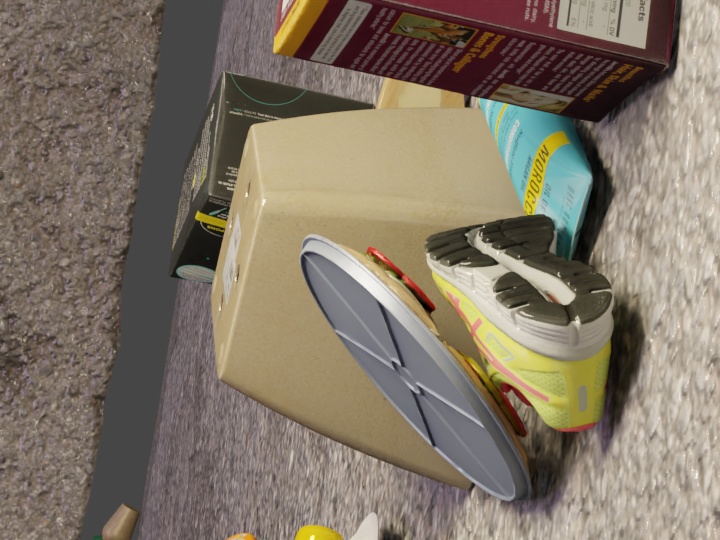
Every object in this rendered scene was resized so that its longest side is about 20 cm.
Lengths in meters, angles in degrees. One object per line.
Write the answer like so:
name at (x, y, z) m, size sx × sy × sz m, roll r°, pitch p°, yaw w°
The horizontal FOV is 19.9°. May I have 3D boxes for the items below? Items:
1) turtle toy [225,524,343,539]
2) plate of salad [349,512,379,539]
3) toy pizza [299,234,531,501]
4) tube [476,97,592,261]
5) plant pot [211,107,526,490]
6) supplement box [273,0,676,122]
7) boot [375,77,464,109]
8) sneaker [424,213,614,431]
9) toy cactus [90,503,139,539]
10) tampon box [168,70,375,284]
turtle toy at (-0.086, 0.264, 1.519) m, size 0.200 × 0.101 × 0.146 m, roll 120°, pitch 167°, yaw -65°
plate of salad at (-0.010, 0.277, 1.503) m, size 0.200 × 0.048 × 0.201 m, roll -162°, pitch 90°, yaw -85°
toy pizza at (0.038, 0.053, 1.201) m, size 0.032 × 0.200 × 0.200 m, roll -40°, pitch 5°, yaw -12°
tube at (0.109, -0.076, 1.246) m, size 0.200 × 0.050 × 0.078 m, roll -106°, pitch 16°, yaw -53°
plant pot at (0.000, 0.000, 1.367) m, size 0.200 × 0.176 × 0.201 m, roll -104°, pitch 27°, yaw -64°
supplement box at (0.063, -0.154, 1.128) m, size 0.110 × 0.199 × 0.086 m, roll 137°, pitch 142°, yaw -71°
boot at (0.024, -0.075, 1.574) m, size 0.144 × 0.070 × 0.202 m, roll -178°, pitch 93°, yaw -76°
sneaker at (0.088, 0.030, 1.149) m, size 0.200 × 0.078 × 0.091 m, roll -120°, pitch 18°, yaw -68°
toy cactus at (-0.384, 0.441, 3.151) m, size 0.165 × 0.102 × 0.200 m, roll -61°, pitch 10°, yaw 0°
tampon box at (-0.084, -0.071, 1.906) m, size 0.200 × 0.149 × 0.127 m, roll 123°, pitch 155°, yaw -64°
